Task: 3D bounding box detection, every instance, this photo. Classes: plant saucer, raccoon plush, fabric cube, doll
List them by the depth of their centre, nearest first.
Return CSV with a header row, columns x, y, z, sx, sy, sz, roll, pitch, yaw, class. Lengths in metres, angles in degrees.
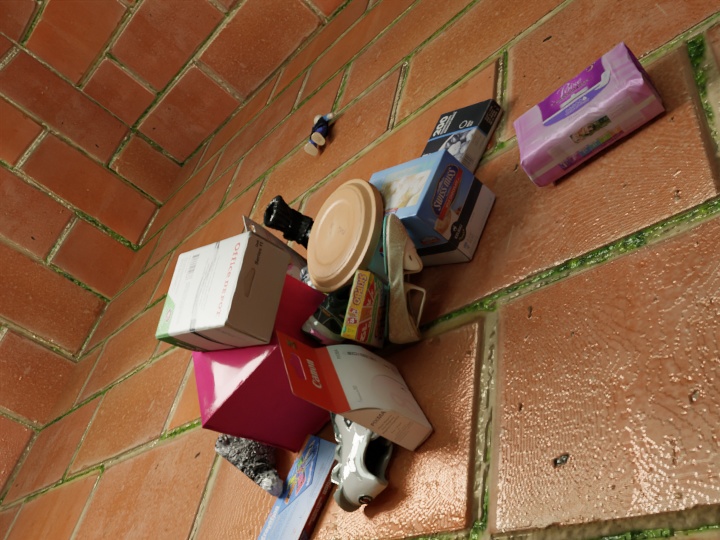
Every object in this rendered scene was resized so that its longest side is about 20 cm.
x,y,z,sx,sy,sz,roll,pitch,yaw,class
-0.138,0.143,1.012,0.196,0.200,0.200,-46,41,17,fabric cube
-0.035,-0.060,1.038,0.200,0.032,0.202,-31,50,46,plant saucer
-0.151,0.293,1.051,0.199,0.097,0.134,19,63,42,raccoon plush
-0.123,-0.422,1.863,0.137,0.048,0.200,-50,19,27,doll

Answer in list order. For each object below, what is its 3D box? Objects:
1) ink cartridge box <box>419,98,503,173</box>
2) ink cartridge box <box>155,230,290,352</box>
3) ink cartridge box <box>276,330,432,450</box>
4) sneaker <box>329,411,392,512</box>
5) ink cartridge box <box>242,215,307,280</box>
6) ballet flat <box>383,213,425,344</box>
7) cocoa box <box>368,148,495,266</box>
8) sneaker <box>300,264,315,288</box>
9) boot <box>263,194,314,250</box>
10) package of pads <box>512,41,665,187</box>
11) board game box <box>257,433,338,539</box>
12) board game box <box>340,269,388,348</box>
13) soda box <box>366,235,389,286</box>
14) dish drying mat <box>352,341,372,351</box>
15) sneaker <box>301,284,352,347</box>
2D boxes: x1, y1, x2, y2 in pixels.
x,y,z,sx,sy,sz,roll,pitch,yaw,class
0.158,-0.223,1.186,0.200,0.043,0.199,-4,55,58,ink cartridge box
-0.207,0.038,0.925,0.199,0.083,0.148,-12,59,44,ink cartridge box
-0.011,0.147,0.840,0.057,0.200,0.163,-49,27,8,ink cartridge box
0.009,0.226,0.865,0.088,0.074,0.201,-37,41,30,sneaker
-0.187,-0.023,1.324,0.068,0.200,0.117,-48,27,8,ink cartridge box
0.069,0.013,0.937,0.062,0.202,0.067,2,12,15,ballet flat
0.096,-0.094,1.033,0.199,0.131,0.134,-8,51,55,cocoa box
-0.089,0.037,1.209,0.074,0.081,0.201,110,-175,-61,sneaker
-0.124,-0.087,1.345,0.080,0.158,0.211,-55,27,-5,boot
0.318,-0.221,0.889,0.200,0.076,0.121,-35,33,32,package of pads
-0.093,0.352,0.931,0.103,0.019,0.201,-3,55,55,board game box
0.017,0.065,0.942,0.200,0.030,0.096,42,-119,-74,board game box
0.000,0.000,1.084,0.200,0.068,0.064,-17,43,60,soda box
-0.016,0.095,1.115,0.077,0.018,0.200,-43,28,21,dish drying mat
-0.011,0.064,0.983,0.087,0.080,0.200,-58,-13,16,sneaker
